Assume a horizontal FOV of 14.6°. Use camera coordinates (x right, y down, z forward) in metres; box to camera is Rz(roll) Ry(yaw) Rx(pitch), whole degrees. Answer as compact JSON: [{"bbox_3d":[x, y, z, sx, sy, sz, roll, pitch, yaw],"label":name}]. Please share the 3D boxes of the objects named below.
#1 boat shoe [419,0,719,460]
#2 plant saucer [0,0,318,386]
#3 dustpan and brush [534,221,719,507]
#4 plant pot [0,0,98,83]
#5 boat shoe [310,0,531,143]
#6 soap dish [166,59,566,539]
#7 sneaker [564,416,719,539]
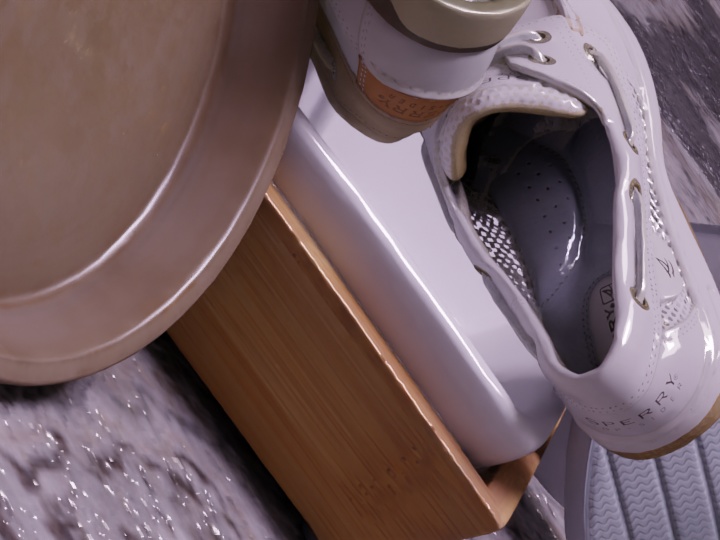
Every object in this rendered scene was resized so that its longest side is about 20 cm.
[{"bbox_3d":[0.052,-0.041,0.837,0.069,0.071,0.201,34,27,-54],"label":"boat shoe"},{"bbox_3d":[-0.076,-0.072,0.703,0.029,0.201,0.200,11,-11,33],"label":"plant saucer"},{"bbox_3d":[0.105,0.072,1.004,0.057,0.139,0.201,-19,110,-48],"label":"dustpan and brush"},{"bbox_3d":[-0.135,-0.147,0.700,0.092,0.202,0.201,13,-8,32],"label":"plant pot"},{"bbox_3d":[-0.016,-0.128,0.830,0.074,0.069,0.201,1,52,-30],"label":"boat shoe"},{"bbox_3d":[0.000,0.000,0.883,0.158,0.081,0.200,54,15,-2],"label":"soap dish"},{"bbox_3d":[0.097,0.101,0.902,0.071,0.073,0.201,-128,-150,-68],"label":"sneaker"}]
